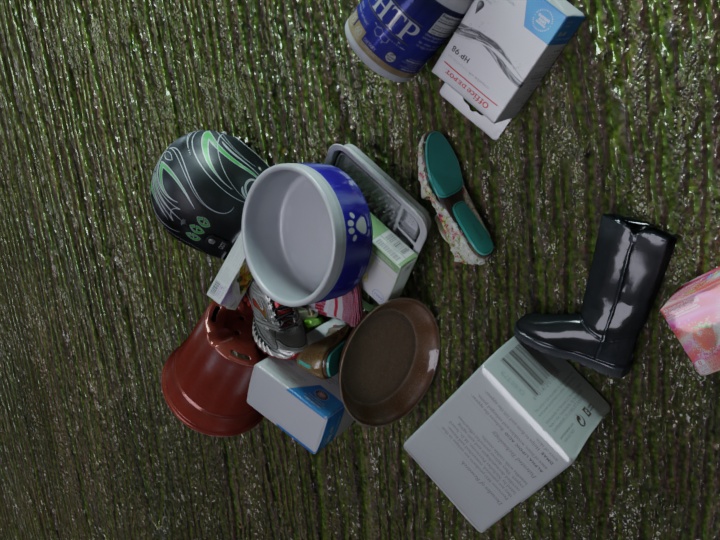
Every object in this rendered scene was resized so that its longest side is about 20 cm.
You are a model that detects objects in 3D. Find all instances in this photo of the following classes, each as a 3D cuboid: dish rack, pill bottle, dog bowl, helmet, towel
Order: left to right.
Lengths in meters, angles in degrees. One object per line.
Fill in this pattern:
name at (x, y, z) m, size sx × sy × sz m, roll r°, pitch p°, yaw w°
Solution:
helmet at (-0.250, -0.133, 1.303) m, size 0.191 × 0.200 × 0.200 m, roll 41°, pitch 127°, yaw -3°
dog bowl at (-0.079, -0.052, 1.128) m, size 0.200 × 0.079 × 0.201 m, roll 9°, pitch 103°, yaw 43°
towel at (-0.075, 0.001, 1.230) m, size 0.200 × 0.023 × 0.145 m, roll 17°, pitch 124°, yaw 44°
dish rack at (0.021, -0.087, 1.183) m, size 0.200 × 0.044 × 0.172 m, roll 43°, pitch 146°, yaw 16°
pill bottle at (0.081, -0.354, 1.022) m, size 0.120 × 0.120 × 0.200 m, roll 52°, pitch 127°, yaw 9°

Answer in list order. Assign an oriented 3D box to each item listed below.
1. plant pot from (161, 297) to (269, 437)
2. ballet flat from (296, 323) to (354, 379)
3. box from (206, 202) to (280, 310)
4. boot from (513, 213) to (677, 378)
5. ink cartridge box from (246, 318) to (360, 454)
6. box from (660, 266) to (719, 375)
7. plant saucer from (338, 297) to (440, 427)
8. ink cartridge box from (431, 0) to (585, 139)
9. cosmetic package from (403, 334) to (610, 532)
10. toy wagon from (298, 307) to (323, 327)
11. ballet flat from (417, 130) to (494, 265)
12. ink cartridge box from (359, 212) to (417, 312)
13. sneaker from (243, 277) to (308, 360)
plant pot at (-0.216, 0.146, 1.337) m, size 0.201 × 0.201 × 0.195 m, roll 47°, pitch 136°, yaw 13°
ballet flat at (-0.034, 0.116, 1.213) m, size 0.072 × 0.200 × 0.068 m, roll 8°, pitch 107°, yaw 26°
box at (-0.170, -0.035, 1.231) m, size 0.041 × 0.039 × 0.200 m, roll 29°, pitch 91°, yaw 38°
boot at (0.299, 0.021, 1.028) m, size 0.164 × 0.066 × 0.201 m, roll 19°, pitch 119°, yaw 20°
ink cartridge box at (-0.056, 0.176, 1.252) m, size 0.146 × 0.200 × 0.086 m, roll 33°, pitch 124°, yaw 23°
box at (0.460, 0.028, 0.893) m, size 0.200 × 0.103 × 0.095 m, roll -35°, pitch 85°, yaw 39°
plant saucer at (0.037, 0.133, 1.181) m, size 0.037 × 0.200 × 0.201 m, roll 21°, pitch 119°, yaw 47°
ink cartridge box at (0.175, -0.272, 1.015) m, size 0.116 × 0.067 × 0.200 m, roll 43°, pitch 126°, yaw 15°
cosmetic package at (0.203, 0.218, 1.104) m, size 0.165 × 0.165 × 0.200 m, roll 47°, pitch 127°, yaw 13°
toy wagon at (-0.140, 0.024, 1.363) m, size 0.199 × 0.040 × 0.156 m, roll -9°, pitch 100°, yaw 38°
ballet flat at (0.120, -0.095, 1.117) m, size 0.064 × 0.075 × 0.201 m, roll -25°, pitch 87°, yaw 54°
ink cartridge box at (0.000, 0.000, 1.207) m, size 0.145 × 0.048 × 0.200 m, roll 43°, pitch 143°, yaw 18°
sneaker at (-0.136, 0.055, 1.235) m, size 0.200 × 0.078 × 0.082 m, roll 59°, pitch 142°, yaw 32°
